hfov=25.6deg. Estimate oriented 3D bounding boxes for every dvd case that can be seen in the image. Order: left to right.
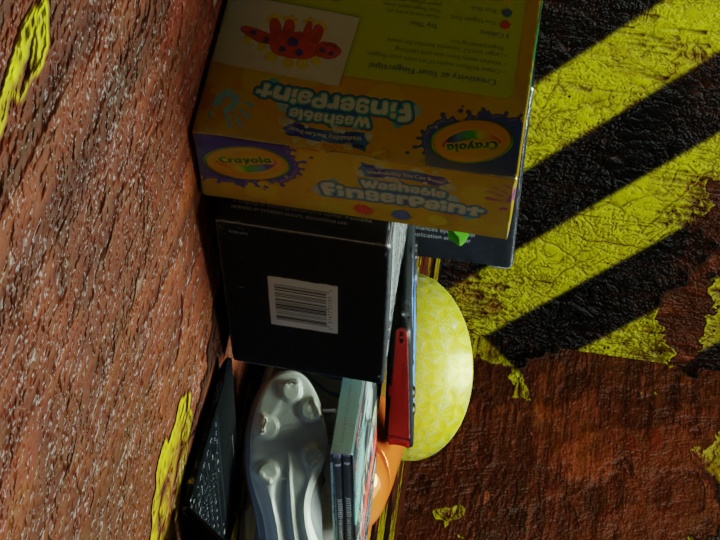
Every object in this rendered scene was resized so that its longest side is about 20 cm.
[{"bbox_3d":[-0.004,0.157,1.306,0.201,0.022,0.147,90,7,-46],"label":"dvd case"}]

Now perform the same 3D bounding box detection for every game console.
[{"bbox_3d":[0.042,0.044,1.477,0.201,0.031,0.178,-87,-179,-45],"label":"game console"}]

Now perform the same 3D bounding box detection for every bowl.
[{"bbox_3d":[0.012,0.102,1.658,0.107,0.199,0.203,1,100,-42],"label":"bowl"}]

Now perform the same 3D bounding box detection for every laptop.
[{"bbox_3d":[-0.069,0.200,1.131,0.178,0.102,0.202,92,8,-48],"label":"laptop"}]

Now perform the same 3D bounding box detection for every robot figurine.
[{"bbox_3d":[-0.022,0.180,1.508,0.200,0.115,0.145,-63,175,-69],"label":"robot figurine"}]

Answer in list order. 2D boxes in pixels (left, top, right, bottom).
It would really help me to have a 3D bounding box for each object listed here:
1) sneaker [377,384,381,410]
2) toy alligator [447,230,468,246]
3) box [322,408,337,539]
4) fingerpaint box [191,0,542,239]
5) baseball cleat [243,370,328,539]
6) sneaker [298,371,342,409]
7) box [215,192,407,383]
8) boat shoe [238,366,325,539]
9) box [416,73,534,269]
[{"bbox_3d":[-0.013,0.068,1.486,0.200,0.078,0.075,-74,167,-69],"label":"sneaker"},{"bbox_3d":[0.069,-0.099,1.192,0.054,0.059,0.202,-25,135,-35],"label":"toy alligator"},{"bbox_3d":[-0.040,0.218,1.394,0.039,0.041,0.203,-145,-127,-75],"label":"box"},{"bbox_3d":[0.009,-0.120,1.003,0.074,0.197,0.169,89,10,-60],"label":"fingerpaint box"},{"bbox_3d":[-0.065,0.178,1.249,0.106,0.069,0.203,-178,-94,-72],"label":"baseball cleat"},{"bbox_3d":[-0.051,0.045,1.293,0.105,0.075,0.202,-58,146,-55],"label":"sneaker"},{"bbox_3d":[-0.024,-0.058,1.125,0.201,0.122,0.200,92,8,-60],"label":"box"},{"bbox_3d":[-0.061,0.163,1.321,0.072,0.067,0.202,-71,167,-61],"label":"boat shoe"},{"bbox_3d":[0.071,-0.125,1.609,0.118,0.194,0.202,-73,169,-61],"label":"box"}]
